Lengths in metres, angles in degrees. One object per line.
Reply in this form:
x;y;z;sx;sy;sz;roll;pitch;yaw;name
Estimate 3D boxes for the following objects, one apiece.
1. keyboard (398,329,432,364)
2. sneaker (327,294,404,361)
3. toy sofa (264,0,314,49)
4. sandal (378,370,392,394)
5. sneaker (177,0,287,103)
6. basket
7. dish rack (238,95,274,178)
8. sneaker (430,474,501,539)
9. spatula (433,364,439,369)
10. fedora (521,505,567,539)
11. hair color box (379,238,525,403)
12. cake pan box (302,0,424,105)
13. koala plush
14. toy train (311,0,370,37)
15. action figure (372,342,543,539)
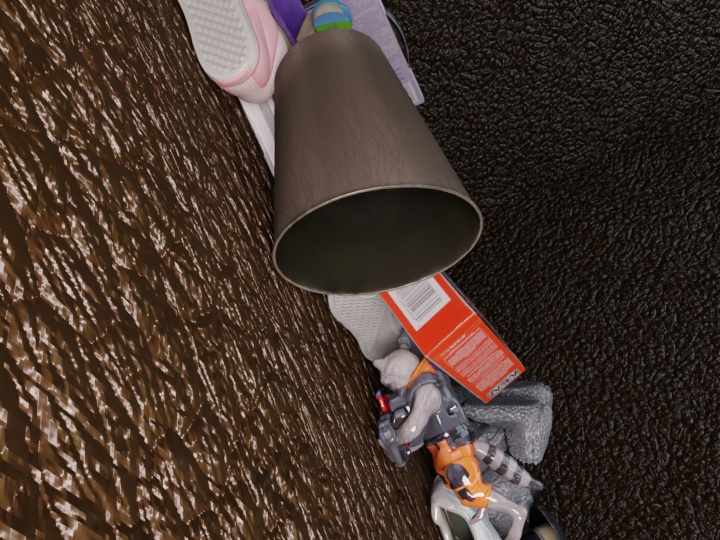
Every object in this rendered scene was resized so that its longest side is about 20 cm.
0.078;0.064;0.885;0.057;0.010;0.200;68;21;-12;keyboard
0.000;0.000;0.820;0.202;0.072;0.120;73;4;-55;sneaker
-0.100;-0.304;0.883;0.096;0.084;0.200;23;-6;20;toy sofa
0.046;0.081;0.932;0.081;0.053;0.204;57;22;-52;sandal
-0.125;-0.251;0.731;0.105;0.074;0.205;30;43;-71;sneaker
-0.005;-0.102;0.676;0.137;0.176;0.203;106;-25;-52;basket
-0.093;-0.174;0.857;0.203;0.043;0.172;65;7;-2;dish rack
0.132;0.314;0.822;0.202;0.070;0.080;55;18;5;sneaker
0.065;0.056;0.900;0.056;0.020;0.204;-23;91;-65;spatula
0.202;0.385;0.900;0.201;0.089;0.206;166;-90;-84;fedora
0.091;0.056;0.766;0.102;0.061;0.200;53;6;31;hair color box
-0.029;-0.273;1.044;0.186;0.197;0.053;58;11;-29;cake pan box
0.163;0.260;1.000;0.177;0.179;0.206;-15;100;-74;koala plush
-0.022;-0.214;0.932;0.203;0.082;0.117;80;-1;-47;toy train
0.081;0.158;0.758;0.195;0.104;0.200;55;2;1;action figure
